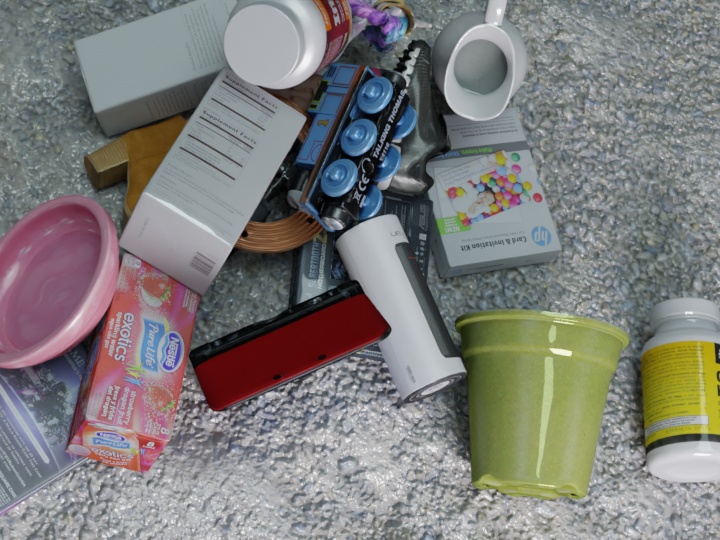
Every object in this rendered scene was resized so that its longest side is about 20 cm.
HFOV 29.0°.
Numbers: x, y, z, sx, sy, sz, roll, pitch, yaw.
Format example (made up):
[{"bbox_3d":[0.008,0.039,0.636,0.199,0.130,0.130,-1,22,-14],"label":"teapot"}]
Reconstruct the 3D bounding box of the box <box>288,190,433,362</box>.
[{"bbox_3d":[0.000,0.000,1.635,0.156,0.051,0.202,10,66,-13],"label":"box"}]

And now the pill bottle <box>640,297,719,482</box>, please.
[{"bbox_3d":[0.392,0.141,1.657,0.111,0.113,0.202,8,65,-13],"label":"pill bottle"}]

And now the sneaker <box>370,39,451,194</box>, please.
[{"bbox_3d":[0.069,-0.176,1.661,0.090,0.066,0.202,18,70,-13],"label":"sneaker"}]

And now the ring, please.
[{"bbox_3d":[-0.118,-0.114,1.605,0.198,0.019,0.203,7,68,-17],"label":"ring"}]

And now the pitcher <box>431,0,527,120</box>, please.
[{"bbox_3d":[0.152,-0.278,1.698,0.120,0.200,0.174,15,103,0],"label":"pitcher"}]

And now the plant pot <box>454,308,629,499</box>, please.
[{"bbox_3d":[0.196,0.157,1.564,0.198,0.200,0.187,10,76,-12],"label":"plant pot"}]

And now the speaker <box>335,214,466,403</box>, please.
[{"bbox_3d":[0.043,0.041,1.558,0.080,0.081,0.202,-17,73,-22],"label":"speaker"}]

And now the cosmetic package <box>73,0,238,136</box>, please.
[{"bbox_3d":[-0.223,-0.243,1.629,0.198,0.074,0.103,-18,70,-1],"label":"cosmetic package"}]

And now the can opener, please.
[{"bbox_3d":[-0.140,-0.076,1.624,0.067,0.053,0.200,43,63,1],"label":"can opener"}]

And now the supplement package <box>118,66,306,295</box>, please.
[{"bbox_3d":[-0.157,-0.098,1.496,0.109,0.114,0.201,31,54,-6],"label":"supplement package"}]

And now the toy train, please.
[{"bbox_3d":[-0.015,-0.140,1.579,0.113,0.087,0.202,10,70,38],"label":"toy train"}]

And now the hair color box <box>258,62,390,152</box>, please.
[{"bbox_3d":[-0.052,-0.199,1.700,0.198,0.061,0.101,4,67,-15],"label":"hair color box"}]

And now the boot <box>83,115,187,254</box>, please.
[{"bbox_3d":[-0.213,-0.083,1.596,0.143,0.071,0.202,-24,72,-24],"label":"boot"}]

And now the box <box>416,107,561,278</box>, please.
[{"bbox_3d":[0.147,-0.099,1.729,0.154,0.041,0.202,-8,71,-19],"label":"box"}]

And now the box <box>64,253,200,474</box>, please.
[{"bbox_3d":[-0.239,0.099,1.477,0.095,0.100,0.202,18,56,-15],"label":"box"}]

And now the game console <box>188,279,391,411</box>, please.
[{"bbox_3d":[-0.067,0.106,1.466,0.198,0.173,0.119,-23,56,-8],"label":"game console"}]

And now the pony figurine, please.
[{"bbox_3d":[-0.010,-0.331,1.697,0.191,0.200,0.168,12,108,-5],"label":"pony figurine"}]

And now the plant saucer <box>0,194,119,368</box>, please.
[{"bbox_3d":[-0.328,0.017,1.476,0.051,0.199,0.203,41,52,-44],"label":"plant saucer"}]

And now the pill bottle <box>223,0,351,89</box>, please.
[{"bbox_3d":[-0.082,-0.264,1.540,0.112,0.113,0.200,34,22,0],"label":"pill bottle"}]

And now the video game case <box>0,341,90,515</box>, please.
[{"bbox_3d":[-0.357,0.161,1.476,0.199,0.019,0.143,-31,79,-27],"label":"video game case"}]
